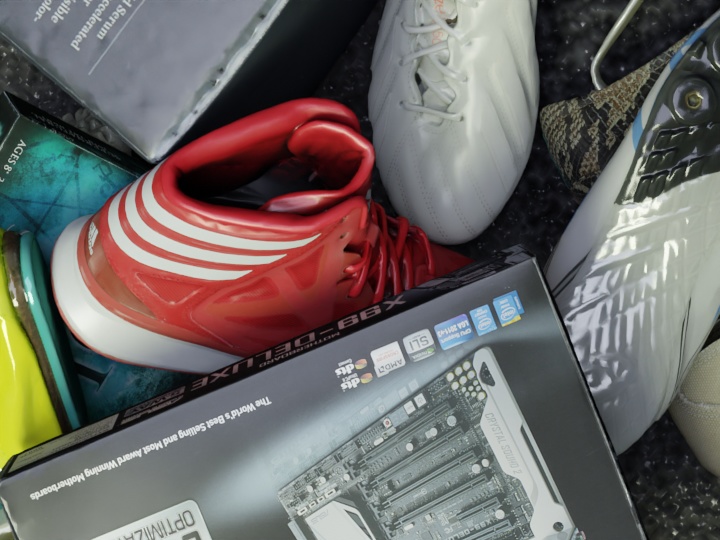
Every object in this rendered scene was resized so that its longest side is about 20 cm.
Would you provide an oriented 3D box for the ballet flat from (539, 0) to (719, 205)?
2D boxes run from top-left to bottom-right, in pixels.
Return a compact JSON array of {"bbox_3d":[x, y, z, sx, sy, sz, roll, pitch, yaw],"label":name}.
[{"bbox_3d":[0.148,-0.102,0.886,0.200,0.068,0.076,-39,76,14],"label":"ballet flat"}]

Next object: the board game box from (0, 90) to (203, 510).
[{"bbox_3d":[-0.130,0.046,0.903,0.135,0.028,0.201,26,103,-33],"label":"board game box"}]

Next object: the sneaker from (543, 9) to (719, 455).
[{"bbox_3d":[0.114,-0.023,0.853,0.072,0.073,0.201,29,101,-10],"label":"sneaker"}]

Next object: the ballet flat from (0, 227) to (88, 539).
[{"bbox_3d":[-0.120,0.076,0.871,0.067,0.067,0.201,-19,117,1],"label":"ballet flat"}]

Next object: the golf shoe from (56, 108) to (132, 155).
[{"bbox_3d":[-0.151,0.021,0.939,0.200,0.078,0.097,-41,111,8],"label":"golf shoe"}]

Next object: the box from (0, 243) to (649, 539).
[{"bbox_3d":[-0.004,0.102,0.811,0.199,0.050,0.159,-22,97,1],"label":"box"}]

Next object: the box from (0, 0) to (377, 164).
[{"bbox_3d":[-0.101,-0.139,0.888,0.200,0.148,0.105,39,98,6],"label":"box"}]

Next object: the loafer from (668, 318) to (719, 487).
[{"bbox_3d":[0.180,-0.006,0.875,0.068,0.076,0.201,36,99,1],"label":"loafer"}]

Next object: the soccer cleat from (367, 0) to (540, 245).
[{"bbox_3d":[0.040,-0.110,0.897,0.069,0.078,0.202,11,95,10],"label":"soccer cleat"}]

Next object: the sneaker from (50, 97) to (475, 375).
[{"bbox_3d":[0.000,0.000,0.846,0.115,0.199,0.079,-36,57,48],"label":"sneaker"}]
